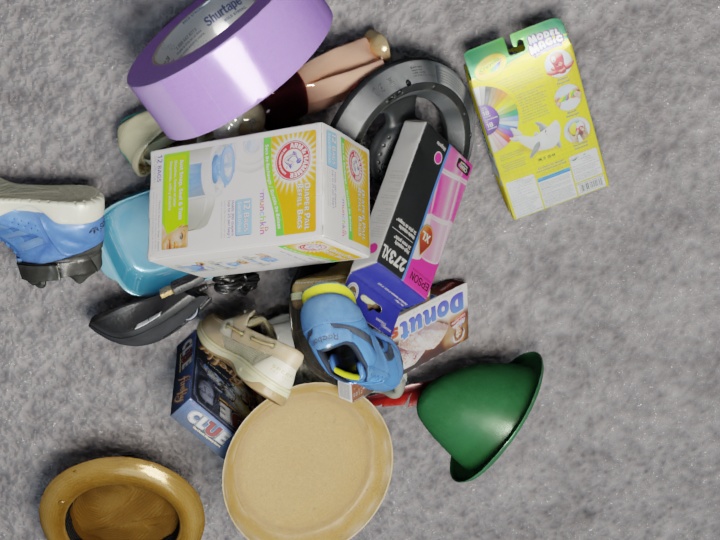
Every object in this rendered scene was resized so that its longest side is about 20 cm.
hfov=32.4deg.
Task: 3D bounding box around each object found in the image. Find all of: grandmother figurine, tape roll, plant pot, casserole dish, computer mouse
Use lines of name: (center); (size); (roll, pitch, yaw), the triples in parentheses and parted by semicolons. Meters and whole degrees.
grandmother figurine: (-0.061, -0.179, 1.238); (0.198, 0.060, 0.123); (-27, 124, -20)
tape roll: (-0.124, -0.214, 1.174); (0.198, 0.201, 0.066); (-31, 118, 11)
plant pot: (-0.059, 0.216, 1.364); (0.197, 0.027, 0.204); (-5, 105, -19)
casserole dish: (-0.193, -0.047, 1.347); (0.197, 0.039, 0.123); (-18, 119, 4)
computer mouse: (-0.207, 0.045, 1.339); (0.197, 0.140, 0.047); (-17, 82, 3)

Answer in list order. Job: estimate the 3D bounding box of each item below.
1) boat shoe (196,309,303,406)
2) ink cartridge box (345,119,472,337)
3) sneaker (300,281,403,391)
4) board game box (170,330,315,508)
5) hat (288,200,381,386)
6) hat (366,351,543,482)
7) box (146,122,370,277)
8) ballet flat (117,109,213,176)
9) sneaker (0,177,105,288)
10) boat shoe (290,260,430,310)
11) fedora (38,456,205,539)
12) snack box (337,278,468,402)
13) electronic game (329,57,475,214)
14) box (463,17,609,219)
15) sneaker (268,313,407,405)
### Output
boat shoe: (-0.117, 0.079, 1.332); (0.072, 0.200, 0.066); (32, 90, -30)
ink cartridge box: (0.048, -0.040, 1.248); (0.094, 0.037, 0.203); (35, 72, -46)
sneaker: (-0.007, 0.090, 1.220); (0.065, 0.080, 0.200); (-16, 147, 14)
board game box: (-0.132, 0.175, 1.416); (0.034, 0.136, 0.200); (-38, 116, 17)
hat: (-0.023, 0.021, 1.364); (0.198, 0.080, 0.205); (-8, 102, -40)
hat: (0.084, 0.131, 1.415); (0.175, 0.166, 0.201); (35, 94, -10)
box: (-0.097, -0.064, 1.196); (0.197, 0.101, 0.115); (-6, 78, 26)
ballet flat: (-0.157, -0.154, 1.276); (0.197, 0.070, 0.070); (-24, 118, 10)
sneaker: (-0.366, -0.036, 1.303); (0.196, 0.077, 0.113); (5, 116, 0)
boat shoe: (0.000, 0.000, 1.285); (0.071, 0.199, 0.078); (5, 96, 36)
fedora: (-0.282, 0.282, 1.487); (0.197, 0.082, 0.204); (0, 119, 0)
snack box: (0.049, 0.075, 1.374); (0.198, 0.024, 0.073); (-24, 119, -41)
electronic game: (0.041, -0.124, 1.292); (0.198, 0.042, 0.203); (-20, 127, -29)
box: (0.185, -0.165, 1.323); (0.116, 0.049, 0.202); (-19, 121, 4)
sneaker: (-0.036, 0.106, 1.406); (0.196, 0.100, 0.079); (2, 132, -6)
